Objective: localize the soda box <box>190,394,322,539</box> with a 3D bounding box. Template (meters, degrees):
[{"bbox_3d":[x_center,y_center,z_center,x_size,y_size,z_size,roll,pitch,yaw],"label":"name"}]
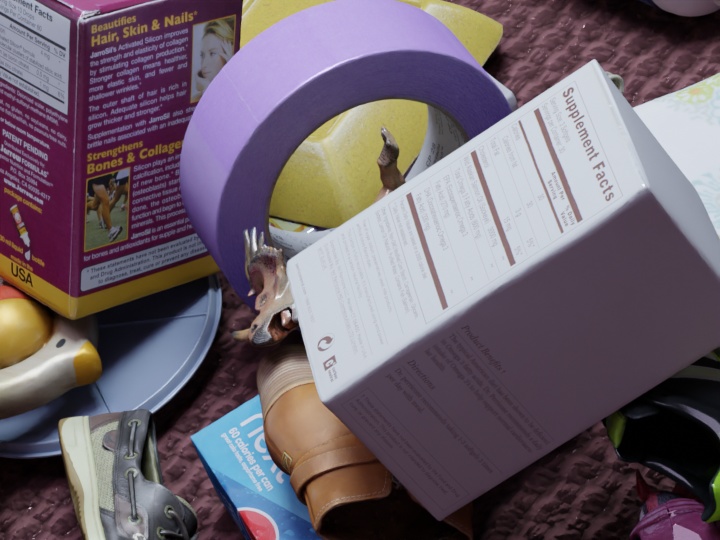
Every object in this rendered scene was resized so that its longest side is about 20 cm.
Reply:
[{"bbox_3d":[-0.022,0.154,1.624,0.068,0.064,0.200,-30,42,-7],"label":"soda box"}]

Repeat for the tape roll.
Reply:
[{"bbox_3d":[-0.006,-0.062,1.732,0.199,0.201,0.066,-29,43,-6],"label":"tape roll"}]

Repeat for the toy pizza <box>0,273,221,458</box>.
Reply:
[{"bbox_3d":[-0.180,0.047,1.827,0.199,0.032,0.201,-12,44,11],"label":"toy pizza"}]

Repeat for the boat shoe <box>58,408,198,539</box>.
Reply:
[{"bbox_3d":[-0.127,0.150,1.666,0.065,0.073,0.200,-23,48,-2],"label":"boat shoe"}]

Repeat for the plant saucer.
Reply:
[{"bbox_3d":[-0.037,-0.126,1.893,0.199,0.049,0.200,13,54,33],"label":"plant saucer"}]

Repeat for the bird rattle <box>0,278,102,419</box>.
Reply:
[{"bbox_3d":[-0.243,0.052,1.783,0.162,0.113,0.200,-16,29,-10],"label":"bird rattle"}]

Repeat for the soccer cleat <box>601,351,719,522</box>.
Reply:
[{"bbox_3d":[0.150,0.058,1.512,0.081,0.068,0.200,-16,43,-34],"label":"soccer cleat"}]

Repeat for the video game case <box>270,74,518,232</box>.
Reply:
[{"bbox_3d":[-0.023,-0.096,1.909,0.200,0.023,0.182,-34,43,-13],"label":"video game case"}]

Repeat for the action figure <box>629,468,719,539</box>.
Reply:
[{"bbox_3d":[0.168,0.180,1.461,0.133,0.149,0.201,-24,56,9],"label":"action figure"}]

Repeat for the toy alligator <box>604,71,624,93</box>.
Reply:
[{"bbox_3d":[0.080,-0.028,1.604,0.201,0.059,0.054,-59,32,-4],"label":"toy alligator"}]

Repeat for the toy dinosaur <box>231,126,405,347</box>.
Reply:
[{"bbox_3d":[0.000,0.000,1.683,0.135,0.200,0.086,-34,69,13],"label":"toy dinosaur"}]

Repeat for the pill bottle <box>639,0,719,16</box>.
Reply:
[{"bbox_3d":[0.201,-0.233,1.874,0.120,0.120,0.200,-44,46,-21],"label":"pill bottle"}]

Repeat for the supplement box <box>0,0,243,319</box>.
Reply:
[{"bbox_3d":[-0.154,-0.090,1.757,0.131,0.201,0.103,-17,33,-40],"label":"supplement box"}]

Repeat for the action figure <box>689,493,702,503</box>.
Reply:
[{"bbox_3d":[0.157,0.044,1.620,0.098,0.065,0.201,-4,45,7],"label":"action figure"}]

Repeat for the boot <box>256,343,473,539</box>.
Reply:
[{"bbox_3d":[0.045,0.104,1.591,0.199,0.074,0.155,-1,30,-15],"label":"boot"}]

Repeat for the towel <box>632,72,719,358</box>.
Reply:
[{"bbox_3d":[0.221,-0.034,1.617,0.170,0.048,0.200,-21,48,-21],"label":"towel"}]

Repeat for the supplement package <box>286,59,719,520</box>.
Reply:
[{"bbox_3d":[0.080,0.011,1.478,0.199,0.117,0.118,-33,38,13],"label":"supplement package"}]
